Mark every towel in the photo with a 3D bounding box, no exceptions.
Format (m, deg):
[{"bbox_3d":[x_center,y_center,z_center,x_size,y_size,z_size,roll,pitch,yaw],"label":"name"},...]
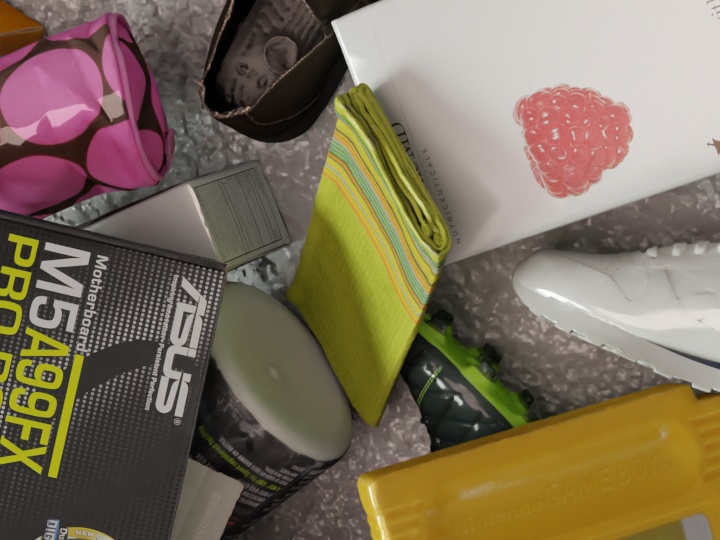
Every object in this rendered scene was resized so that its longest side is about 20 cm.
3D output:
[{"bbox_3d":[0.000,0.000,1.042,0.018,0.200,0.086,-21,69,-18],"label":"towel"}]

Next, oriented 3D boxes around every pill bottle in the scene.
[{"bbox_3d":[-0.108,0.102,1.138,0.200,0.106,0.106,-38,86,23],"label":"pill bottle"}]

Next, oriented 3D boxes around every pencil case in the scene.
[{"bbox_3d":[-0.183,-0.043,1.088,0.199,0.091,0.094,-23,116,8],"label":"pencil case"}]

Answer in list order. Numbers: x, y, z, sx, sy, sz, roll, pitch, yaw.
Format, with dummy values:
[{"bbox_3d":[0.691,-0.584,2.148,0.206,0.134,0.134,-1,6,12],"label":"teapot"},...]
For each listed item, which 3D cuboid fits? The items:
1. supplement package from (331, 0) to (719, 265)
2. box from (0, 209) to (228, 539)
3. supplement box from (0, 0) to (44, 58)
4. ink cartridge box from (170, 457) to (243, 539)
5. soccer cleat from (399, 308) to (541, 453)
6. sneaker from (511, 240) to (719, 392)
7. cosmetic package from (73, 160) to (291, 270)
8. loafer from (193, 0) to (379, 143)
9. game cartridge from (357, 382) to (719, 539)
[{"bbox_3d":[0.112,-0.093,1.004,0.199,0.120,0.122,-19,94,24],"label":"supplement package"},{"bbox_3d":[-0.157,0.077,1.018,0.159,0.044,0.201,14,80,-9],"label":"box"},{"bbox_3d":[-0.264,-0.066,1.184,0.126,0.073,0.201,31,111,13],"label":"supplement box"},{"bbox_3d":[-0.177,0.127,1.053,0.199,0.050,0.161,26,78,-9],"label":"ink cartridge box"},{"bbox_3d":[0.063,0.101,1.089,0.081,0.068,0.200,-40,88,9],"label":"soccer cleat"},{"bbox_3d":[0.168,0.016,1.039,0.199,0.076,0.081,16,95,14],"label":"sneaker"},{"bbox_3d":[-0.141,0.005,1.147,0.199,0.082,0.051,-22,90,24],"label":"cosmetic package"},{"bbox_3d":[-0.017,-0.144,1.071,0.073,0.071,0.201,29,110,14],"label":"loafer"},{"bbox_3d":[0.105,0.165,1.041,0.176,0.032,0.201,-16,95,-13],"label":"game cartridge"}]
